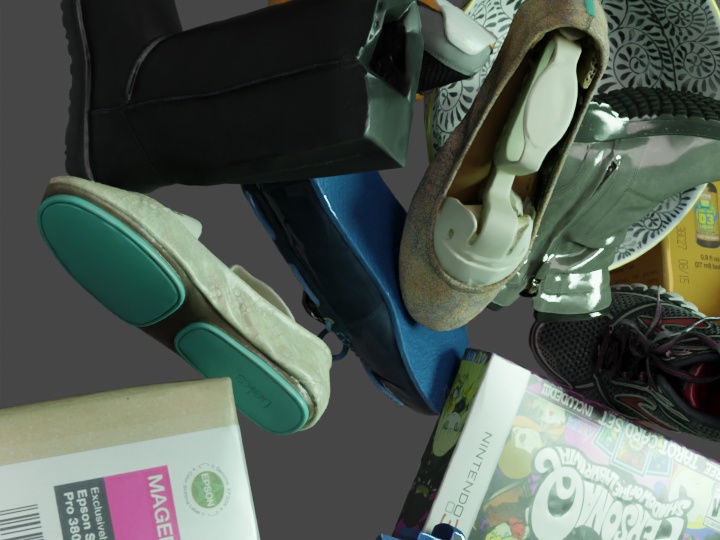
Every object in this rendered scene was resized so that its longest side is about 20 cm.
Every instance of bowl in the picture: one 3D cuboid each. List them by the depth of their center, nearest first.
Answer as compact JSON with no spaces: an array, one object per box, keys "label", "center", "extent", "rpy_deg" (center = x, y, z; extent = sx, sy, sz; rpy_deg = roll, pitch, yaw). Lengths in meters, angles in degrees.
[{"label":"bowl","center":[0.111,-0.103,1.086],"extent":[0.199,0.094,0.202],"rpy_deg":[-7,108,-21]}]

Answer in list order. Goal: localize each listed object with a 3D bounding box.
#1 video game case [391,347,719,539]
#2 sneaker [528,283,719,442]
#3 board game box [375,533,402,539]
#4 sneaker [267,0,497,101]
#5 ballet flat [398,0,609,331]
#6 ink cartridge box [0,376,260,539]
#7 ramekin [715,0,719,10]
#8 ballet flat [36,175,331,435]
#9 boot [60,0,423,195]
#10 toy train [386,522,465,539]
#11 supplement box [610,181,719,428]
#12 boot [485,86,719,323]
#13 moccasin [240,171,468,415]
[{"label":"video game case","center":[0.112,0.165,1.058],"extent":[0.199,0.036,0.182],"rpy_deg":[27,82,-25]},{"label":"sneaker","center":[0.177,0.051,1.053],"extent":[0.074,0.199,0.081],"rpy_deg":[11,91,-47]},{"label":"board game box","center":[0.062,0.221,0.983],"extent":[0.199,0.136,0.035],"rpy_deg":[20,32,-25]},{"label":"sneaker","center":[0.001,-0.108,0.981],"extent":[0.078,0.200,0.078],"rpy_deg":[33,76,-26]},{"label":"ballet flat","center":[0.072,-0.051,0.949],"extent":[0.068,0.067,0.201],"rpy_deg":[16,108,-14]},{"label":"ink cartridge box","center":[-0.130,0.163,0.910],"extent":[0.164,0.075,0.201],"rpy_deg":[-8,84,-32]},{"label":"ramekin","center":[0.264,-0.172,1.178],"extent":[0.202,0.094,0.203],"rpy_deg":[26,41,-26]},{"label":"ballet flat","center":[-0.091,0.010,0.981],"extent":[0.200,0.067,0.063],"rpy_deg":[46,41,-23]},{"label":"boot","center":[-0.062,-0.123,0.933],"extent":[0.065,0.199,0.166],"rpy_deg":[4,81,-50]},{"label":"toy train","center":[0.092,0.180,1.011],"extent":[0.199,0.034,0.046],"rpy_deg":[23,81,-25]},{"label":"supplement box","center":[0.193,-0.005,1.150],"extent":[0.066,0.069,0.202],"rpy_deg":[6,78,-32]},{"label":"boot","center":[0.146,-0.035,1.042],"extent":[0.199,0.068,0.131],"rpy_deg":[5,110,-17]},{"label":"moccasin","center":[0.000,0.000,1.023],"extent":[0.201,0.068,0.081],"rpy_deg":[63,40,-33]}]
